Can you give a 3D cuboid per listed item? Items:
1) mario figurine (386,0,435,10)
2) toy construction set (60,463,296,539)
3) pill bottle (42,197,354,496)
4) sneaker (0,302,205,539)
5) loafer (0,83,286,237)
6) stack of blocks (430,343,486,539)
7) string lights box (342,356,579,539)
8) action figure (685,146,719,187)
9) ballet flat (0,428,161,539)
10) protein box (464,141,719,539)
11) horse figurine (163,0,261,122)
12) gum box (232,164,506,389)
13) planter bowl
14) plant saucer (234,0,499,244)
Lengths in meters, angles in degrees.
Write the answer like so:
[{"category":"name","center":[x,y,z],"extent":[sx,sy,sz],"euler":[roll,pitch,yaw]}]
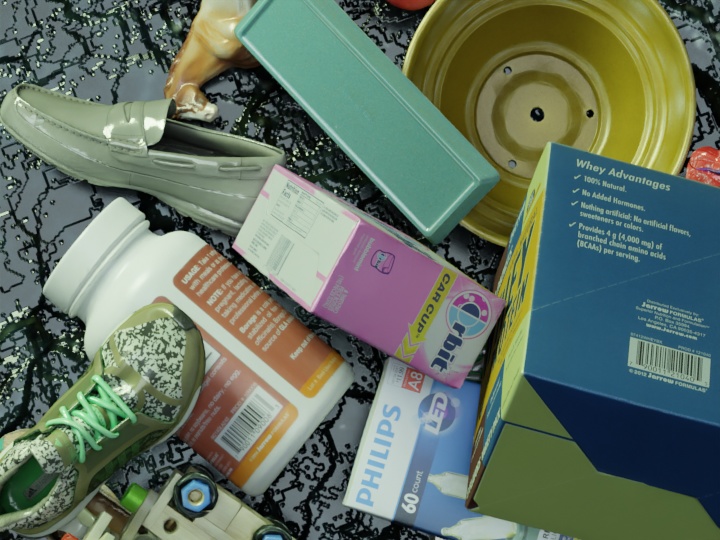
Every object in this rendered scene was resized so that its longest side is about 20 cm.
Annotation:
[{"category":"mario figurine","center":[0.000,-0.265,1.640],"extent":[0.123,0.106,0.201],"euler":[-36,75,33]},{"category":"toy construction set","center":[-0.107,0.207,1.546],"extent":[0.199,0.092,0.132],"euler":[35,90,-22]},{"category":"pill bottle","center":[-0.110,0.047,1.585],"extent":[0.200,0.112,0.112],"euler":[40,86,2]},{"category":"sneaker","center":[-0.174,0.105,1.506],"extent":[0.077,0.089,0.200],"euler":[42,106,4]},{"category":"loafer","center":[-0.145,-0.089,1.609],"extent":[0.198,0.070,0.070],"euler":[19,118,-7]},{"category":"stack of blocks","center":[0.082,0.123,1.611],"extent":[0.114,0.059,0.202],"euler":[4,86,-1]},{"category":"string lights box","center":[0.097,0.135,1.551],"extent":[0.198,0.059,0.104],"euler":[17,85,-2]},{"category":"action figure","center":[0.295,-0.068,1.581],"extent":[0.199,0.099,0.066],"euler":[-27,129,-19]},{"category":"ballet flat","center":[-0.173,0.184,1.597],"extent":[0.199,0.067,0.068],"euler":[37,90,1]},{"category":"protein box","center":[0.183,0.056,1.479],"extent":[0.197,0.135,0.201],"euler":[15,46,-4]},{"category":"horse figurine","center":[-0.075,-0.198,1.611],"extent":[0.132,0.050,0.202],"euler":[4,100,32]},{"category":"gum box","center":[0.000,0.000,1.532],"extent":[0.113,0.200,0.066],"euler":[28,93,-22]},{"category":"planter bowl","center":[0.123,-0.110,1.615],"extent":[0.198,0.083,0.202],"euler":[0,87,-2]},{"category":"plant saucer","center":[0.000,-0.109,1.563],"extent":[0.200,0.019,0.070],"euler":[46,117,4]}]
